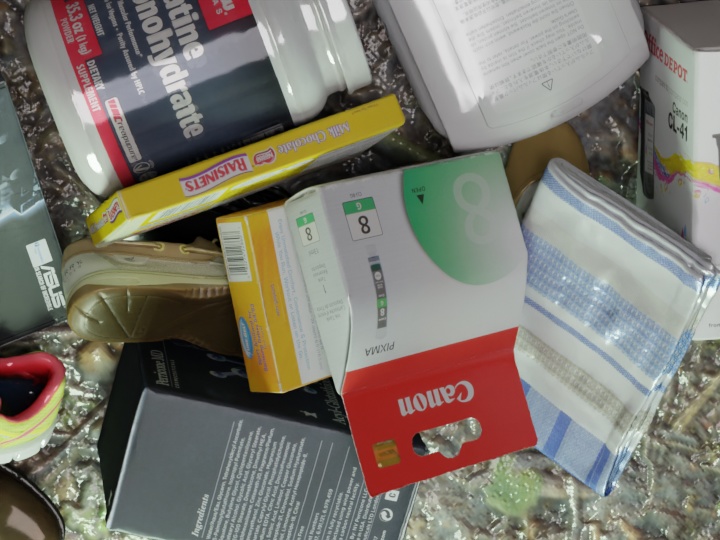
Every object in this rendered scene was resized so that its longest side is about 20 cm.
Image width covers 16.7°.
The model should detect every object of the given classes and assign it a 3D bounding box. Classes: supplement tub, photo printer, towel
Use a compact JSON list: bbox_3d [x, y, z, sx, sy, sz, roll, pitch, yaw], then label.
[{"bbox_3d":[-0.106,-0.143,1.584,0.199,0.140,0.141,-21,110,-1],"label":"supplement tub"},{"bbox_3d":[0.095,-0.187,1.638,0.165,0.070,0.201,-26,111,0],"label":"photo printer"},{"bbox_3d":[0.149,0.040,1.652,0.147,0.024,0.201,36,123,22],"label":"towel"}]

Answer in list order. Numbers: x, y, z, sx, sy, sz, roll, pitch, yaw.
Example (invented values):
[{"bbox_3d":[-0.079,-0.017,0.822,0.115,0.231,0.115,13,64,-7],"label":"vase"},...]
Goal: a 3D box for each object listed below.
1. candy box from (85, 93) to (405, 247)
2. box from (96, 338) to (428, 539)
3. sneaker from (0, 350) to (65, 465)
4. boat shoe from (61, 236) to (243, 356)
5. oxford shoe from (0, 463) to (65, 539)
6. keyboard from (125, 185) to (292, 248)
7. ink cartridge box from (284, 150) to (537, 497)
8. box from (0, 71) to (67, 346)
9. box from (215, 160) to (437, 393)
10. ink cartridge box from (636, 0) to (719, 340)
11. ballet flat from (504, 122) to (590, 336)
[{"bbox_3d":[-0.075,-0.065,1.593,0.199,0.102,0.027,-21,90,-20],"label":"candy box"},{"bbox_3d":[-0.071,0.121,1.675,0.198,0.149,0.108,12,106,-13],"label":"box"},{"bbox_3d":[-0.279,0.095,1.624,0.078,0.199,0.090,57,138,15],"label":"sneaker"},{"bbox_3d":[-0.109,0.010,1.652,0.199,0.067,0.074,8,134,-33],"label":"boat shoe"},{"bbox_3d":[-0.295,0.159,1.688,0.199,0.084,0.073,26,101,-17],"label":"oxford shoe"},{"bbox_3d":[-0.078,-0.024,1.694,0.199,0.040,0.104,17,128,-15],"label":"keyboard"},{"bbox_3d":[0.048,0.031,1.613,0.160,0.050,0.202,-13,83,-39],"label":"ink cartridge box"},{"bbox_3d":[-0.285,-0.028,1.603,0.159,0.044,0.201,-20,130,-10],"label":"box"},{"bbox_3d":[0.000,0.000,1.652,0.199,0.041,0.120,-17,99,-40],"label":"box"},{"bbox_3d":[0.243,-0.071,1.660,0.085,0.148,0.202,-5,108,-7],"label":"ink cartridge box"},{"bbox_3d":[0.130,-0.005,1.709,0.068,0.063,0.202,1,108,-9],"label":"ballet flat"}]
